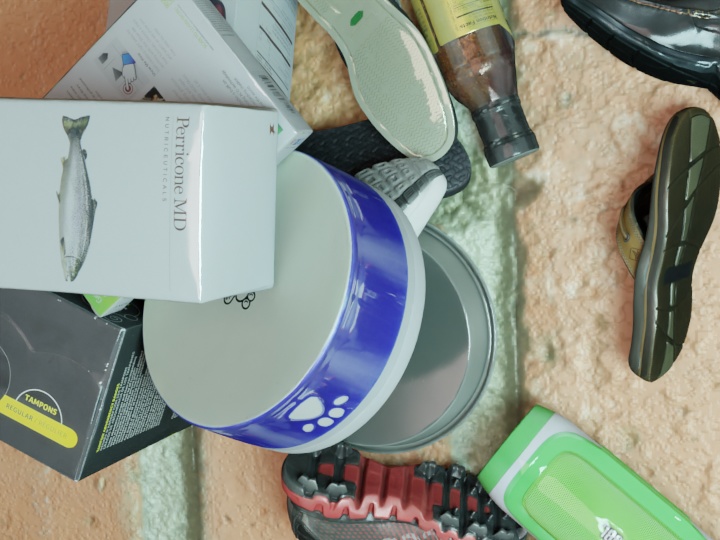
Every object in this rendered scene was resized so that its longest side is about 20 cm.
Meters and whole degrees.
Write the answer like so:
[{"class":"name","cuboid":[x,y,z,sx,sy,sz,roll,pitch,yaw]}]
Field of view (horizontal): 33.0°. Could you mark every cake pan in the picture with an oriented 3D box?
[{"class":"cake pan","cuboid":[0.009,0.052,0.977,0.199,0.037,0.201,2,96,19]}]

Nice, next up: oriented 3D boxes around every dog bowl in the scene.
[{"class":"dog bowl","cuboid":[-0.057,0.021,0.840,0.199,0.079,0.201,-17,63,36]}]

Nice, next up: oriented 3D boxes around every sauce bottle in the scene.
[{"class":"sauce bottle","cuboid":[0.080,-0.176,0.917,0.066,0.066,0.201,-20,90,20]}]

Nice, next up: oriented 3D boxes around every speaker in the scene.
[{"class":"speaker","cuboid":[0.186,0.191,0.905,0.200,0.088,0.089,40,106,12]}]

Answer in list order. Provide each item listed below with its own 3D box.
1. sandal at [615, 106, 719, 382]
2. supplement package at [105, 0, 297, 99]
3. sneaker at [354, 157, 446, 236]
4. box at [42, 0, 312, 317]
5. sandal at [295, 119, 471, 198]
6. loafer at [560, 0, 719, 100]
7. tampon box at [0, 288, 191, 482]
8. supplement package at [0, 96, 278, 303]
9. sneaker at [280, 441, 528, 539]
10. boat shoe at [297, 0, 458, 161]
[{"class":"sandal","cuboid":[0.216,-0.020,0.889,0.054,0.082,0.201,17,109,39]},{"class":"supplement package","cuboid":[-0.121,-0.163,0.927,0.113,0.110,0.201,-4,71,19]},{"class":"sneaker","cuboid":[0.000,0.000,0.917,0.200,0.087,0.075,-50,35,17]},{"class":"box","cuboid":[-0.149,-0.085,0.834,0.200,0.036,0.145,-40,83,17]},{"class":"sandal","cuboid":[-0.010,-0.079,0.961,0.199,0.045,0.075,-1,60,13]},{"class":"loafer","cuboid":[0.240,-0.167,0.863,0.199,0.073,0.073,27,95,5]},{"class":"tampon box","cuboid":[-0.215,0.060,0.970,0.149,0.200,0.127,24,103,16]},{"class":"supplement package","cuboid":[-0.163,-0.048,0.762,0.199,0.117,0.118,3,95,18]},{"class":"sneaker","cuboid":[0.031,0.200,0.968,0.199,0.071,0.098,12,125,2]},{"class":"boat shoe","cuboid":[0.019,-0.173,0.931,0.072,0.068,0.201,-36,79,25]}]
